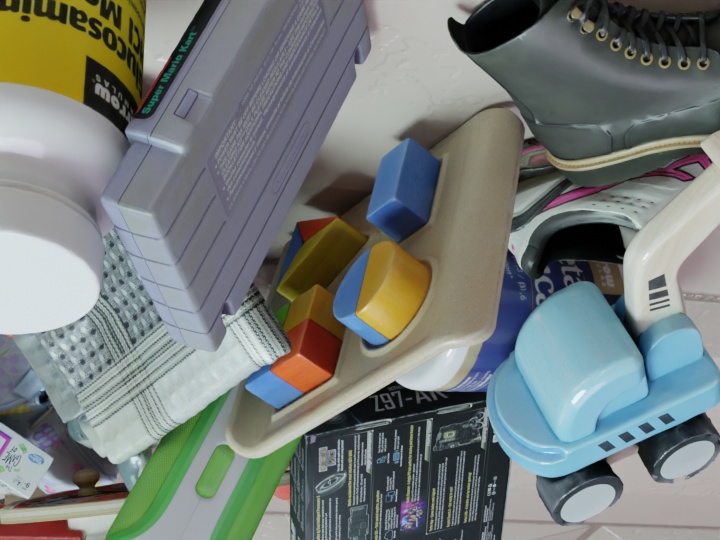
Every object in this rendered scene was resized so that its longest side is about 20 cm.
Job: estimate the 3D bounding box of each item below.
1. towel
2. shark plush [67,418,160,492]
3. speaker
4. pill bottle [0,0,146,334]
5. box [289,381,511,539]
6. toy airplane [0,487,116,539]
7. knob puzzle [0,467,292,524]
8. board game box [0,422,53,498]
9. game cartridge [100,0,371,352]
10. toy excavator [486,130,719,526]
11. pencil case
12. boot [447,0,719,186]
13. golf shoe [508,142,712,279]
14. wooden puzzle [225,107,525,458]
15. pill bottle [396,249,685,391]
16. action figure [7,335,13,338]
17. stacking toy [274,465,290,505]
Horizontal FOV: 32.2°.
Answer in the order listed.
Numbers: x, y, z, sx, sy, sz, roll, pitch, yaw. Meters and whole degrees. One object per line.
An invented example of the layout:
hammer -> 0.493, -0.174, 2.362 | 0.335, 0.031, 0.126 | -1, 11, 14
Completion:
towel -> -0.155, 0.010, 0.745 | 0.200, 0.193, 0.035 | -33, -179, 40
shark plush -> -0.158, 0.068, 0.819 | 0.083, 0.091, 0.200 | 27, 148, 12
speaker -> -0.094, 0.132, 0.779 | 0.088, 0.200, 0.089 | 16, 141, 13
pill bottle -> -0.154, -0.079, 0.558 | 0.112, 0.200, 0.113 | -3, 150, -2
box -> 0.029, 0.170, 0.927 | 0.160, 0.044, 0.200 | -10, 125, -15
toy airplane -> -0.294, 0.249, 1.059 | 0.200, 0.199, 0.141 | -20, 133, -58
knob puzzle -> -0.173, 0.158, 0.927 | 0.219, 0.031, 0.220 | -6, 176, 0
board game box -> -0.322, 0.112, 0.910 | 0.134, 0.034, 0.200 | 40, 154, -25
game cartridge -> -0.051, -0.077, 0.586 | 0.038, 0.200, 0.130 | 15, 152, 20
toy excavator -> 0.156, 0.031, 0.701 | 0.194, 0.100, 0.200 | -25, 140, 0
pencil case -> -0.248, 0.111, 0.977 | 0.091, 0.083, 0.200 | 15, 153, 15
boot -> 0.159, -0.120, 0.652 | 0.200, 0.078, 0.138 | -25, 138, 29
golf shoe -> 0.185, -0.038, 0.768 | 0.200, 0.092, 0.073 | -10, 142, 6
wooden puzzle -> 0.000, 0.000, 0.735 | 0.046, 0.185, 0.200 | 40, 132, -25
pill bottle -> 0.118, 0.027, 0.841 | 0.200, 0.111, 0.111 | 4, 150, -30
action figure -> -0.161, 0.031, 0.872 | 0.200, 0.065, 0.099 | 22, 139, -33
stacking toy -> -0.069, 0.123, 1.003 | 0.200, 0.146, 0.146 | 26, 141, -16
